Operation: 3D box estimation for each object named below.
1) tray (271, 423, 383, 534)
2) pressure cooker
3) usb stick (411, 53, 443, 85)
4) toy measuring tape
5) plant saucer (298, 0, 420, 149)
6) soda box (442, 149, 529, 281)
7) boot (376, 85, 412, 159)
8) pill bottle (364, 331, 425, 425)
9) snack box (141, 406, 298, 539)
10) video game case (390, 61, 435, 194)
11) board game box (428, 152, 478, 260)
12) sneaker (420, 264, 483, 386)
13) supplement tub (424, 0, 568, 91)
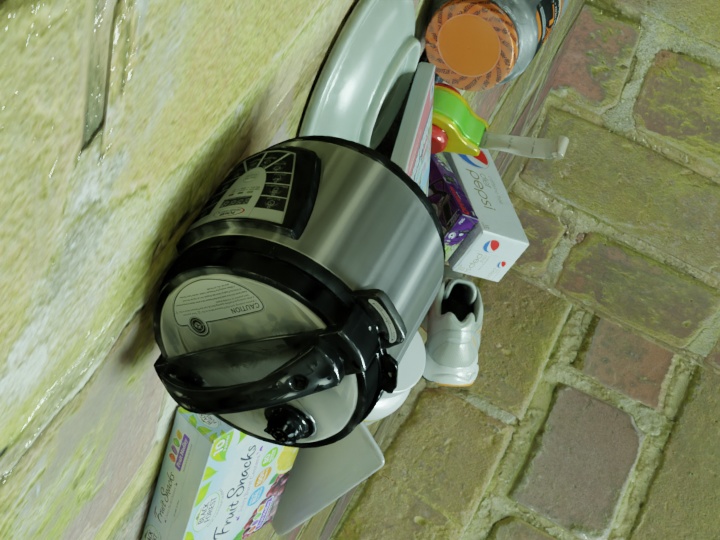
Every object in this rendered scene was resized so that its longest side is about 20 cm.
[{"bbox_3d":[-0.051,0.171,1.336,0.022,0.108,0.200,-25,168,-43],"label":"tray"},{"bbox_3d":[-0.044,0.024,0.978,0.200,0.178,0.177,-58,173,-43],"label":"pressure cooker"},{"bbox_3d":[0.062,-0.182,1.560,0.201,0.032,0.055,-64,171,-9],"label":"usb stick"},{"bbox_3d":[0.112,-0.152,1.435,0.073,0.198,0.074,10,90,-67],"label":"toy measuring tape"},{"bbox_3d":[0.008,-0.160,1.216,0.201,0.050,0.200,-62,172,-15],"label":"plant saucer"},{"bbox_3d":[0.114,-0.085,1.539,0.064,0.068,0.201,-52,-141,34],"label":"soda box"},{"bbox_3d":[0.008,-0.085,1.376,0.200,0.067,0.131,-60,169,-46],"label":"boot"},{"bbox_3d":[-0.015,0.111,1.471,0.113,0.112,0.200,-60,-168,-30],"label":"pill bottle"},{"bbox_3d":[-0.120,0.181,1.279,0.142,0.053,0.201,-25,145,-43],"label":"snack box"},{"bbox_3d":[0.044,-0.073,1.299,0.201,0.017,0.144,90,13,-57],"label":"video game case"},{"bbox_3d":[0.043,-0.026,1.525,0.200,0.032,0.120,-53,-143,28],"label":"board game box"},{"bbox_3d":[0.101,0.035,1.480,0.200,0.075,0.093,-94,-167,-60],"label":"sneaker"},{"bbox_3d":[0.144,-0.273,1.491,0.200,0.122,0.123,-54,167,-52],"label":"supplement tub"}]
